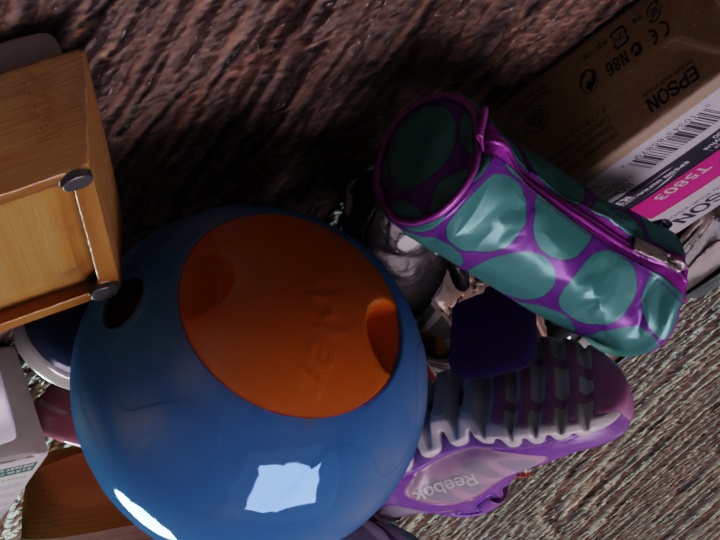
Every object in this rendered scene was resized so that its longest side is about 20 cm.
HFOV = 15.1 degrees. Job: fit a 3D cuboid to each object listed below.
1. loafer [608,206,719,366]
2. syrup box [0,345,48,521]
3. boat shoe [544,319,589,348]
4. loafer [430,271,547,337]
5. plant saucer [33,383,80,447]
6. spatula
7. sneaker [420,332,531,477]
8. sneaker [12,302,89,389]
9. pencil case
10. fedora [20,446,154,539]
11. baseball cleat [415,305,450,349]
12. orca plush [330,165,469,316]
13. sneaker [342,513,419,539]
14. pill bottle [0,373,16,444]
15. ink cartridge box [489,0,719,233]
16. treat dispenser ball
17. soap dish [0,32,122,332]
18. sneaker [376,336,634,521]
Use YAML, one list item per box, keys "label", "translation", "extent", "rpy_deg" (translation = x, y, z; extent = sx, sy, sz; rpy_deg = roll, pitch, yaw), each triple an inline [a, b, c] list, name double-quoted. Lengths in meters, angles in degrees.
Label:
- label: "loafer"
  translation: [0.189, 0.009, 1.930]
  extent: [0.200, 0.072, 0.063]
  rpy_deg: [-39, 135, 23]
- label: "syrup box"
  translation: [-0.272, 0.130, 1.736]
  extent: [0.078, 0.082, 0.200]
  rpy_deg: [-8, 155, -29]
- label: "boat shoe"
  translation: [0.133, 0.003, 1.726]
  extent: [0.073, 0.063, 0.200]
  rpy_deg: [-41, -172, 10]
- label: "loafer"
  translation: [0.085, 0.022, 1.731]
  extent: [0.072, 0.063, 0.200]
  rpy_deg: [-37, 131, -4]
- label: "plant saucer"
  translation: [-0.107, 0.089, 1.725]
  extent: [0.200, 0.051, 0.201]
  rpy_deg: [9, -177, 0]
- label: "spatula"
  translation: [0.088, -0.003, 1.653]
  extent: [0.056, 0.200, 0.021]
  rpy_deg: [-15, 121, 20]
- label: "sneaker"
  translation: [0.054, 0.085, 1.747]
  extent: [0.078, 0.083, 0.200]
  rpy_deg: [-1, 161, 32]
- label: "sneaker"
  translation: [-0.115, 0.017, 1.633]
  extent: [0.200, 0.075, 0.085]
  rpy_deg: [-10, 152, -43]
- label: "pencil case"
  translation: [0.101, -0.025, 1.543]
  extent: [0.092, 0.085, 0.200]
  rpy_deg: [-21, 142, 40]
- label: "fedora"
  translation: [-0.162, 0.154, 1.797]
  extent: [0.200, 0.082, 0.201]
  rpy_deg: [-10, -179, 0]
- label: "baseball cleat"
  translation: [0.021, 0.012, 1.774]
  extent: [0.199, 0.070, 0.107]
  rpy_deg: [-12, 144, -36]
- label: "orca plush"
  translation: [0.000, 0.000, 1.631]
  extent: [0.071, 0.105, 0.200]
  rpy_deg: [-46, -179, -15]
- label: "sneaker"
  translation: [-0.050, 0.157, 1.678]
  extent: [0.139, 0.078, 0.200]
  rpy_deg: [19, 180, -24]
- label: "pill bottle"
  translation: [-0.303, 0.078, 1.528]
  extent: [0.199, 0.114, 0.114]
  rpy_deg: [-18, 159, -11]
- label: "ink cartridge box"
  translation: [0.189, -0.095, 1.634]
  extent: [0.164, 0.075, 0.200]
  rpy_deg: [5, 147, -47]
- label: "treat dispenser ball"
  translation: [-0.063, 0.064, 1.521]
  extent: [0.200, 0.202, 0.201]
  rpy_deg: [-19, 160, -7]
- label: "soap dish"
  translation: [-0.201, -0.031, 1.400]
  extent: [0.157, 0.081, 0.200]
  rpy_deg: [-19, 158, -7]
- label: "sneaker"
  translation: [0.073, 0.103, 1.617]
  extent: [0.199, 0.081, 0.089]
  rpy_deg: [-13, 127, 23]
